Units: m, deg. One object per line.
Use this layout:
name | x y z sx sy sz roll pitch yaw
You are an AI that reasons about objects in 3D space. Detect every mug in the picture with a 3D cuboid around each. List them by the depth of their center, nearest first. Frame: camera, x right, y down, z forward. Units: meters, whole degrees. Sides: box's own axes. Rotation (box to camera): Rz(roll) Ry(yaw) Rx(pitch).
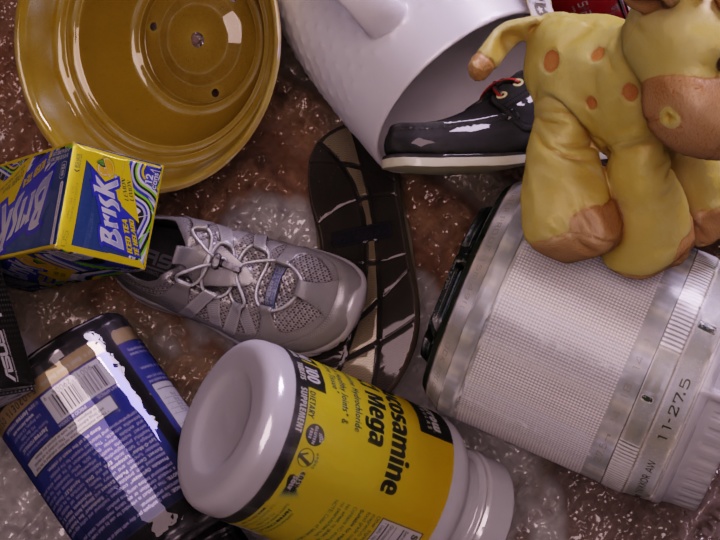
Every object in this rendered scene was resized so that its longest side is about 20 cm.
mug | 0.009 -0.181 1.618 0.148 0.200 0.176 -43 67 11

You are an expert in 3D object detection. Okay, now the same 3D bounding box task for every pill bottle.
pill bottle | -0.005 0.127 1.575 0.199 0.112 0.113 24 81 -29
pill bottle | -0.144 0.137 1.617 0.112 0.112 0.201 -35 80 -3

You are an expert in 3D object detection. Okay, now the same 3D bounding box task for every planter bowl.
planter bowl | -0.124 -0.153 1.664 0.199 0.083 0.202 2 95 25

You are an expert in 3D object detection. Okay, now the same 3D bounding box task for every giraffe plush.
giraffe plush | 0.180 -0.109 1.472 0.172 0.162 0.201 -26 90 -37

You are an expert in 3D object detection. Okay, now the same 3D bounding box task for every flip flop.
flip flop | 0.000 0.000 1.664 0.080 0.058 0.201 -8 65 8

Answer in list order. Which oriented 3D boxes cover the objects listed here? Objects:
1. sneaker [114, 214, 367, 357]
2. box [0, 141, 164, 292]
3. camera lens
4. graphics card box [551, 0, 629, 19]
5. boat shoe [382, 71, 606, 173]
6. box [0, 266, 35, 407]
sneaker | -0.090 0.007 1.616 0.199 0.082 0.075 9 78 30
box | -0.196 -0.032 1.603 0.064 0.200 0.071 14 80 -27
camera lens | 0.148 0.046 1.591 0.199 0.160 0.161 23 82 7
graphics card box | 0.117 -0.251 1.642 0.051 0.125 0.201 -21 70 7
boat shoe | 0.098 -0.094 1.595 0.200 0.073 0.064 -9 96 -31
box | -0.310 0.020 1.625 0.199 0.047 0.194 -25 80 38
